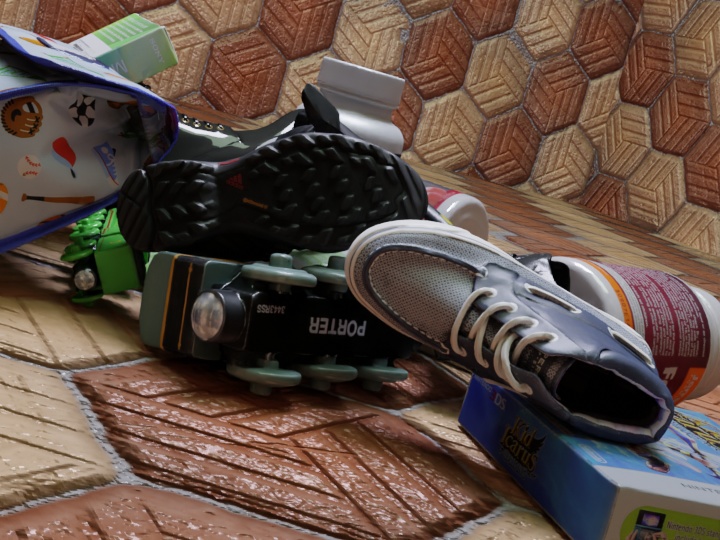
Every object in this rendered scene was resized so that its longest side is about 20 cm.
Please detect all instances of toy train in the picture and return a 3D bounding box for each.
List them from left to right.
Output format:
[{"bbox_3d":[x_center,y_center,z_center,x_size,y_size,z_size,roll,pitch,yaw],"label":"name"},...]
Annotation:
[{"bbox_3d":[-0.180,-0.018,0.840,0.056,0.042,0.200,-14,14,-6],"label":"toy train"},{"bbox_3d":[-0.045,0.028,0.744,0.113,0.086,0.199,11,4,40],"label":"toy train"}]

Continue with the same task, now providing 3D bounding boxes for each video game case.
[{"bbox_3d":[0.176,0.121,0.685,0.179,0.046,0.200,14,9,-19],"label":"video game case"}]

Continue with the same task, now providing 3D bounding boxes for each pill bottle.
[{"bbox_3d":[-0.022,-0.094,1.105,0.110,0.202,0.111,15,9,-3],"label":"pill bottle"},{"bbox_3d":[0.027,-0.052,1.223,0.199,0.112,0.110,23,11,34],"label":"pill bottle"},{"bbox_3d":[0.205,0.054,0.909,0.199,0.115,0.114,6,14,-45],"label":"pill bottle"}]

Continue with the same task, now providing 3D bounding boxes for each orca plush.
[{"bbox_3d":[-0.053,-0.090,0.828,0.104,0.072,0.200,10,-20,-10],"label":"orca plush"}]

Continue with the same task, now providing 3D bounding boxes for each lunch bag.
[{"bbox_3d":[-0.240,-0.095,0.776,0.198,0.125,0.170,-20,30,-25],"label":"lunch bag"}]

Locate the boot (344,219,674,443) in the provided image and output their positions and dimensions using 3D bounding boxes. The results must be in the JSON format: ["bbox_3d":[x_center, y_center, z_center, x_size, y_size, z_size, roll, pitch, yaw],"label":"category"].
[{"bbox_3d":[0.084,0.032,0.659,0.198,0.073,0.090,21,12,-4],"label":"boot"}]

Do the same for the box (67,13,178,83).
[{"bbox_3d":[-0.253,-0.149,0.943,0.199,0.037,0.144,-29,23,-9],"label":"box"}]

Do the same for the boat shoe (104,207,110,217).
[{"bbox_3d":[-0.166,-0.055,1.025,0.198,0.073,0.071,12,6,-38],"label":"boat shoe"}]

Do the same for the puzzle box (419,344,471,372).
[{"bbox_3d":[0.107,0.055,1.005,0.132,0.026,0.199,22,11,29],"label":"puzzle box"}]

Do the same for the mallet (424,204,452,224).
[{"bbox_3d":[0.102,-0.025,1.098,0.065,0.041,0.200,9,31,-48],"label":"mallet"}]

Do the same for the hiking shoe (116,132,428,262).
[{"bbox_3d":[-0.053,-0.045,0.762,0.197,0.077,0.101,-1,-3,6],"label":"hiking shoe"}]

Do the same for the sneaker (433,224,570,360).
[{"bbox_3d":[0.102,0.016,0.822,0.103,0.061,0.200,-10,23,10],"label":"sneaker"}]

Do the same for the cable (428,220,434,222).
[{"bbox_3d":[0.000,0.000,0.962,0.162,0.051,0.200,1,18,30],"label":"cable"}]

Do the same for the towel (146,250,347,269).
[{"bbox_3d":[-0.067,-0.016,0.883,0.198,0.031,0.149,-10,14,-19],"label":"towel"}]

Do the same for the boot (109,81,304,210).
[{"bbox_3d":[-0.137,-0.122,0.972,0.199,0.139,0.077,-32,0,-21],"label":"boot"}]
